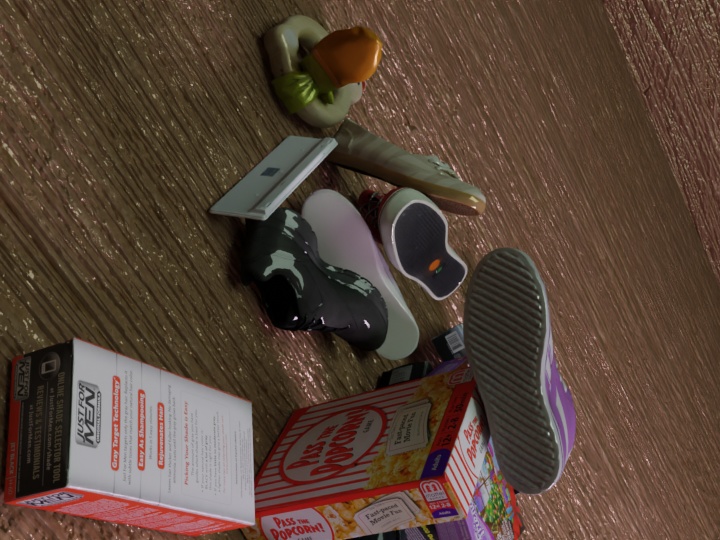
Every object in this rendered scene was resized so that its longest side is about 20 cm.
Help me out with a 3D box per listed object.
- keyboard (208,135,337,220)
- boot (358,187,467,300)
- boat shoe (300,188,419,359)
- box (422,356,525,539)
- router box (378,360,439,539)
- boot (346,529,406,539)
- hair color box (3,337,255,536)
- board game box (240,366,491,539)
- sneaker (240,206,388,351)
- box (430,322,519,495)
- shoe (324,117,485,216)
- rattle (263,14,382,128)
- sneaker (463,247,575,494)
[{"bbox_3d":[-0.080,-0.093,1.052,0.200,0.056,0.011,-55,143,-58],"label":"keyboard"},{"bbox_3d":[0.031,-0.057,1.168,0.144,0.072,0.200,45,-4,29],"label":"boot"},{"bbox_3d":[0.000,0.000,1.147,0.200,0.072,0.069,53,3,-15],"label":"boat shoe"},{"bbox_3d":[0.106,0.202,1.118,0.137,0.039,0.201,-25,98,-62],"label":"box"},{"bbox_3d":[0.079,0.221,1.169,0.200,0.062,0.150,57,30,-30],"label":"router box"},{"bbox_3d":[-0.024,0.267,0.945,0.162,0.073,0.200,7,70,-58],"label":"boot"},{"bbox_3d":[-0.157,0.125,0.775,0.200,0.061,0.102,33,47,-54],"label":"hair color box"},{"bbox_3d":[0.009,0.160,0.919,0.046,0.199,0.152,62,28,-20],"label":"board game box"},{"bbox_3d":[-0.049,0.029,1.039,0.200,0.076,0.091,41,46,-33],"label":"sneaker"},{"bbox_3d":[0.153,0.158,1.289,0.201,0.040,0.137,62,10,6],"label":"box"},{"bbox_3d":[0.049,-0.111,1.157,0.054,0.199,0.070,-66,153,-1],"label":"shoe"},{"bbox_3d":[-0.005,-0.237,1.192,0.200,0.143,0.131,-8,63,-57],"label":"rattle"},{"bbox_3d":[0.140,0.080,0.925,0.114,0.072,0.202,-7,91,-67],"label":"sneaker"}]
